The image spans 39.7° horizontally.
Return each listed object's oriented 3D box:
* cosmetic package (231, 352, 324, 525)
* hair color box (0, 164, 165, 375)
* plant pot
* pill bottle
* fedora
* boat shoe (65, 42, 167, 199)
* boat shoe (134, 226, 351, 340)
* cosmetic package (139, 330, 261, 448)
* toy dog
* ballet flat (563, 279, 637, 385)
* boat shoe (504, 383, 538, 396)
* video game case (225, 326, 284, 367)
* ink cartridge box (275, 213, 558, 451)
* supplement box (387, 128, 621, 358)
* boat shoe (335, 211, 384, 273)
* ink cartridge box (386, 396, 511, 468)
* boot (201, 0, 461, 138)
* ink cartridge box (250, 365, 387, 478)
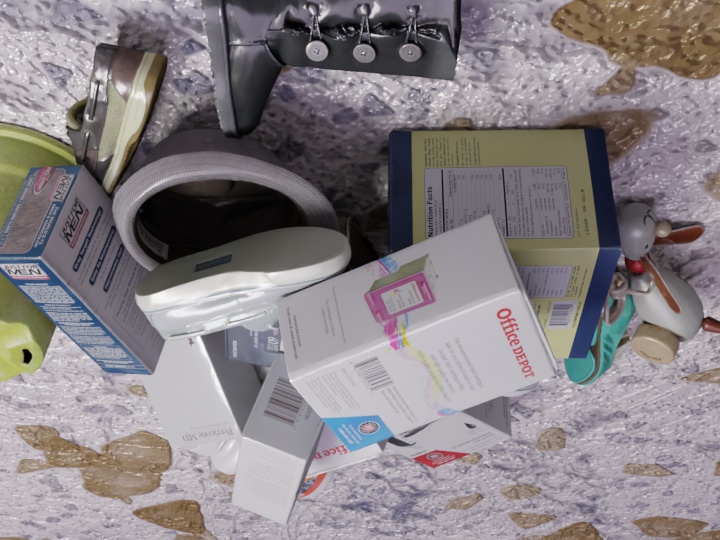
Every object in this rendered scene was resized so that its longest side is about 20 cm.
[{"bbox_3d":[-0.081,0.180,1.039,0.073,0.102,0.201,20,149,4],"label":"cosmetic package"},{"bbox_3d":[-0.244,0.005,0.916,0.060,0.101,0.200,0,146,21],"label":"hair color box"},{"bbox_3d":[-0.351,-0.004,0.948,0.198,0.186,0.201,1,146,1],"label":"plant pot"},{"bbox_3d":[-0.136,0.231,1.354,0.199,0.112,0.111,26,139,-31],"label":"pill bottle"},{"bbox_3d":[-0.122,-0.063,0.904,0.198,0.091,0.178,4,140,-13],"label":"fedora"},{"bbox_3d":[-0.223,-0.128,0.871,0.066,0.072,0.201,26,143,-13],"label":"boat shoe"},{"bbox_3d":[-0.096,0.017,0.868,0.199,0.070,0.072,-13,123,16],"label":"boat shoe"},{"bbox_3d":[-0.188,0.085,1.080,0.101,0.071,0.201,-13,108,26],"label":"cosmetic package"},{"bbox_3d":[0.325,0.019,1.030,0.096,0.133,0.200,6,163,35],"label":"toy dog"},{"bbox_3d":[0.283,0.073,1.152,0.070,0.068,0.201,-16,148,-7],"label":"ballet flat"},{"bbox_3d":[0.149,0.088,1.175,0.199,0.072,0.066,31,141,-24],"label":"boat shoe"},{"bbox_3d":[-0.033,0.066,0.967,0.198,0.019,0.143,11,148,0],"label":"video game case"},{"bbox_3d":[0.050,0.057,0.838,0.199,0.085,0.145,-21,141,10],"label":"ink cartridge box"},{"bbox_3d":[0.125,-0.020,0.953,0.198,0.135,0.201,0,146,2],"label":"supplement box"},{"bbox_3d":[0.000,0.000,1.039,0.059,0.072,0.200,6,152,11],"label":"boat shoe"},{"bbox_3d":[0.076,0.168,1.278,0.199,0.084,0.144,30,136,-34],"label":"ink cartridge box"},{"bbox_3d":[-0.020,-0.172,0.806,0.198,0.066,0.165,-3,148,-2],"label":"boot"},{"bbox_3d":[-0.069,0.131,1.156,0.144,0.084,0.201,-21,111,30],"label":"ink cartridge box"}]
